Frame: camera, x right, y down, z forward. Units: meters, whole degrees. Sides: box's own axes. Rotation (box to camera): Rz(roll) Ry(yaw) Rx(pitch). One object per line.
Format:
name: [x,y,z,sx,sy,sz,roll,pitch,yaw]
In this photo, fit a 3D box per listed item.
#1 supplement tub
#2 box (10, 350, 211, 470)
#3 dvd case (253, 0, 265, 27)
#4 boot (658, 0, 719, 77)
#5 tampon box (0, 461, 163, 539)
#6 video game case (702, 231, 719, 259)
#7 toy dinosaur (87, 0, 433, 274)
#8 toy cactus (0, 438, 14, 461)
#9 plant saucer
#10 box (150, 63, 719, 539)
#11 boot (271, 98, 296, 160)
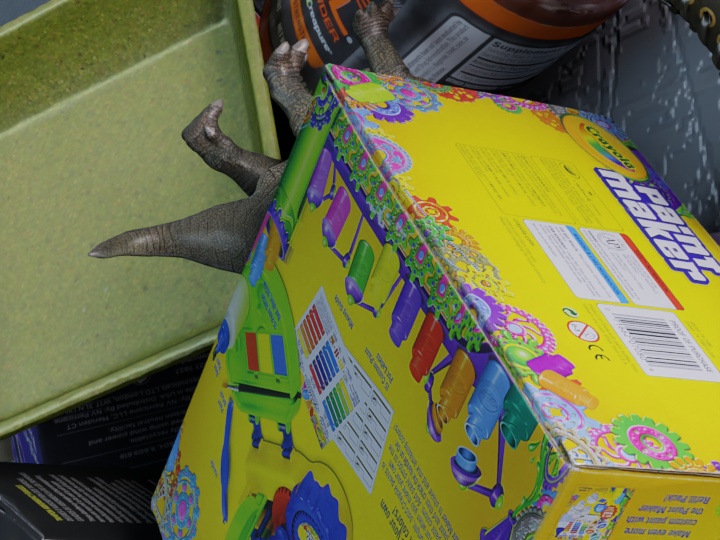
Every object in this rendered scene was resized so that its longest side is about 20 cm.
supplement tub: [0.045,-0.125,0.755,0.200,0.107,0.107,-37,52,53]
box: [-0.117,0.083,0.944,0.148,0.104,0.200,-126,28,-55]
dvd case: [-0.097,-0.163,0.964,0.022,0.200,0.146,-48,24,-14]
boot: [0.104,-0.083,0.594,0.200,0.077,0.139,0,88,28]
tampon box: [-0.074,0.172,0.813,0.126,0.200,0.150,19,102,61]
video game case: [0.124,0.057,0.599,0.200,0.019,0.143,-11,74,61]
toy dinosaur: [-0.001,-0.034,0.695,0.102,0.200,0.077,55,139,19]
toy cactus: [-0.252,0.053,1.311,0.200,0.102,0.165,41,139,54]
plant saucer: [-0.111,-0.027,0.806,0.200,0.048,0.200,-24,58,21]
box: [0.037,0.073,0.607,0.193,0.122,0.200,-66,33,29]
boot: [0.000,0.000,0.840,0.168,0.076,0.200,-159,70,-65]
